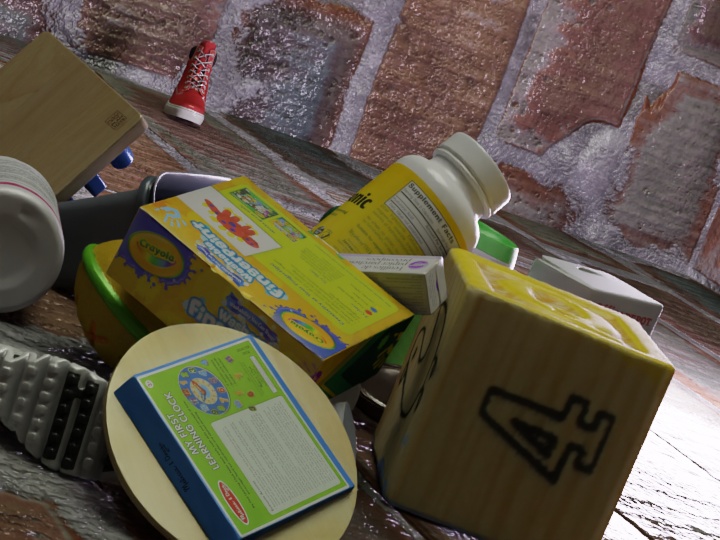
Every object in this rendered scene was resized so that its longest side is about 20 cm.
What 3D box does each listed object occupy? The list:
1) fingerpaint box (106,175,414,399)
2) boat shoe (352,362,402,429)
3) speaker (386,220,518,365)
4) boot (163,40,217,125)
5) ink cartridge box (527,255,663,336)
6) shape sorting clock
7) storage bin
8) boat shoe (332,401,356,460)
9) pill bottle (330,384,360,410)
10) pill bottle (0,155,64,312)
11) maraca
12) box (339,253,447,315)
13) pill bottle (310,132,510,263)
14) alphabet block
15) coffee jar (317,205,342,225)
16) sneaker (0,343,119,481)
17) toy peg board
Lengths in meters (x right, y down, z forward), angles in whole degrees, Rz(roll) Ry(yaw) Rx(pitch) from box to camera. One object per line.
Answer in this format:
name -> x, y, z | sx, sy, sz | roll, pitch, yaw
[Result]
fingerpaint box -> -0.081, 0.021, 1.563 | 0.199, 0.074, 0.167 | 39, 26, 15
boat shoe -> 0.074, 0.132, 1.814 | 0.198, 0.072, 0.060 | 25, -33, -5
speaker -> 0.080, 0.046, 1.923 | 0.088, 0.201, 0.088 | 29, 9, -5
boot -> -0.301, -0.346, 3.462 | 0.072, 0.145, 0.200 | 22, 10, -13
ink cartridge box -> 0.209, 0.099, 1.954 | 0.084, 0.202, 0.144 | 29, 11, 39
shape sorting clock -> -0.091, 0.124, 1.338 | 0.199, 0.039, 0.201 | 24, 41, -23
storage bin -> -0.214, -0.018, 1.883 | 0.133, 0.147, 0.200 | -3, -1, 22
boat shoe -> -0.048, 0.155, 1.465 | 0.069, 0.072, 0.200 | -8, 18, 8
pill bottle -> -0.070, 0.073, 1.719 | 0.108, 0.110, 0.200 | 18, 11, -26
pill bottle -> -0.329, -0.040, 1.729 | 0.112, 0.114, 0.200 | 20, 10, -15
maraca -> -0.168, 0.054, 1.632 | 0.200, 0.107, 0.137 | 47, 11, -7
box -> -0.022, 0.010, 1.650 | 0.198, 0.042, 0.039 | 1, 24, 28
pill bottle -> 0.040, -0.036, 1.761 | 0.111, 0.199, 0.111 | 48, -12, 15
alphabet block -> 0.137, 0.119, 1.665 | 0.195, 0.202, 0.195 | 21, 9, -8
coffee jar -> 0.000, 0.000, 1.904 | 0.103, 0.086, 0.200 | 16, 15, -5
sneaker -> -0.235, 0.090, 1.363 | 0.198, 0.076, 0.081 | 24, 0, 7
toy peg board -> -0.330, -0.112, 1.968 | 0.199, 0.200, 0.098 | 40, -12, 38
